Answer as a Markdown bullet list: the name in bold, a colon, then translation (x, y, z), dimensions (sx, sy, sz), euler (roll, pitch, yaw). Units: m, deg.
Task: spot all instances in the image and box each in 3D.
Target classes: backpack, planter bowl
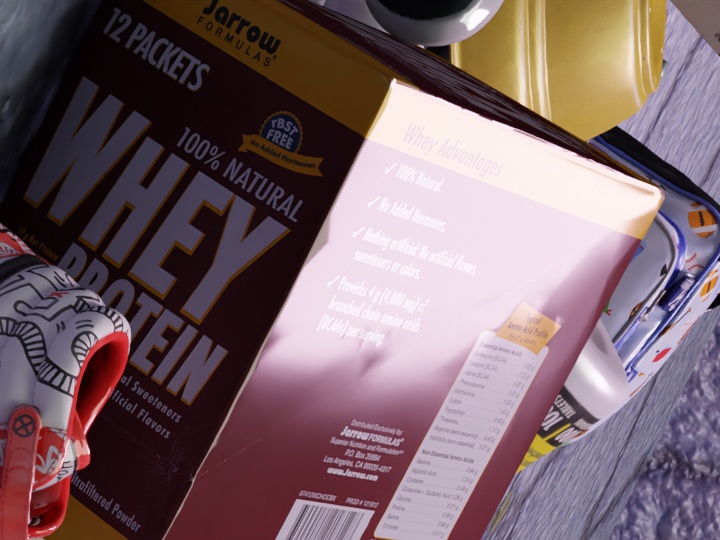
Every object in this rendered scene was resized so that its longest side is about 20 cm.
- **backpack**: translation (0.096, 0.008, 1.445), dimensions (0.191, 0.200, 0.154), euler (-57, 163, 13)
- **planter bowl**: translation (0.097, -0.128, 1.190), dimensions (0.200, 0.083, 0.202), euler (1, 90, -78)

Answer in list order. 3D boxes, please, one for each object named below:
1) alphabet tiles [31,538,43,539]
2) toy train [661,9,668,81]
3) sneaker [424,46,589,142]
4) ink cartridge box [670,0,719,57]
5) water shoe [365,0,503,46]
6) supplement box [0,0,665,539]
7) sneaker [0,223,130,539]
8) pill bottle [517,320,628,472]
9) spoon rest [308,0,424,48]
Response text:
- **alphabet tiles**: translation (-0.132, 0.131, 1.032), dimensions (0.200, 0.006, 0.167), euler (-48, 135, -58)
- **toy train**: translation (0.141, -0.166, 1.467), dimensions (0.200, 0.085, 0.115), euler (22, 88, -77)
- **sneaker**: translation (0.058, -0.070, 1.305), dimensions (0.200, 0.099, 0.071), euler (-46, 162, -44)
- **ink cartridge box**: translation (0.200, -0.198, 1.275), dimensions (0.146, 0.200, 0.083), euler (-40, -176, 46)
- **water shoe**: translation (0.034, -0.189, 1.011), dimensions (0.079, 0.071, 0.201), euler (48, 52, -64)
- **supplement box**: translation (-0.025, 0.011, 0.963), dimensions (0.197, 0.133, 0.201), euler (16, 104, -54)
- **sneaker**: translation (-0.153, 0.060, 0.774), dimensions (0.202, 0.108, 0.067), euler (-50, 164, -36)
- **pill bottle**: translation (0.007, 0.061, 1.131), dimensions (0.200, 0.113, 0.112), euler (-34, 171, 11)
- **spoon rest**: translation (-0.001, -0.080, 1.106), dimensions (0.061, 0.099, 0.200), euler (-60, 156, -20)
